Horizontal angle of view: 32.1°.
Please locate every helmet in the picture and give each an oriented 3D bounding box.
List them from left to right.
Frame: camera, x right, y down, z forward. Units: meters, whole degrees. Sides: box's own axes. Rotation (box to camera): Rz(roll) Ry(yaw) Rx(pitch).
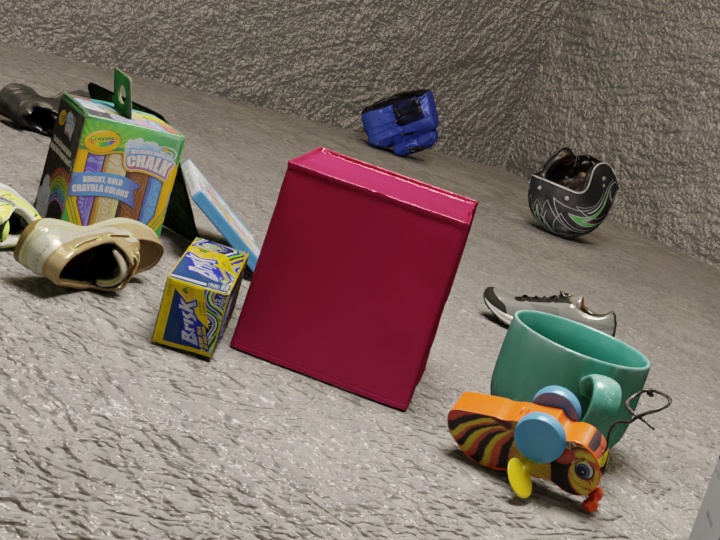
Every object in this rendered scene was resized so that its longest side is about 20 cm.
[{"bbox_3d":[0.482,-0.171,2.888,0.200,0.191,0.200,42,-13,12],"label":"helmet"}]

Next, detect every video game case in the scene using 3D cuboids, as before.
[{"bbox_3d":[-0.175,-0.067,1.613,0.143,0.018,0.200,51,1,-20],"label":"video game case"}]

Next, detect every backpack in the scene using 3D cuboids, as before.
[{"bbox_3d":[0.107,-0.397,3.406,0.198,0.170,0.162,-12,2,11],"label":"backpack"}]

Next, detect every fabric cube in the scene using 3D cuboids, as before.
[{"bbox_3d":[0.000,0.000,1.323,0.194,0.201,0.200,18,12,6],"label":"fabric cube"}]

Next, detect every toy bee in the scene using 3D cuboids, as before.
[{"bbox_3d":[0.177,0.168,1.132,0.130,0.110,0.199,-27,24,-36],"label":"toy bee"}]

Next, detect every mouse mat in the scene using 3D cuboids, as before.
[{"bbox_3d":[-0.279,-0.138,1.612,0.160,0.201,0.008,26,50,34],"label":"mouse mat"}]

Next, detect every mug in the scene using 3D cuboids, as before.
[{"bbox_3d":[0.205,0.124,1.286,0.151,0.115,0.185,24,13,22],"label":"mug"}]

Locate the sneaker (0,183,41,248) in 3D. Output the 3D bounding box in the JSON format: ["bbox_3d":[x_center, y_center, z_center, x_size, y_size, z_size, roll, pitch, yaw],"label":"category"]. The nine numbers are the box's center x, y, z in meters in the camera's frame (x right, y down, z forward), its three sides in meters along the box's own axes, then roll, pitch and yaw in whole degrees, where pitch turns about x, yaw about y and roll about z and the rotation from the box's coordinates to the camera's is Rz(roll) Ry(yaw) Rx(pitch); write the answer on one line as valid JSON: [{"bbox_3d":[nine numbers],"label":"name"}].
[{"bbox_3d":[-0.401,-0.060,1.277,0.076,0.076,0.199,24,14,26],"label":"sneaker"}]

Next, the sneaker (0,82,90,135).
[{"bbox_3d":[-0.493,-0.250,2.045,0.199,0.076,0.091,-3,34,-45],"label":"sneaker"}]

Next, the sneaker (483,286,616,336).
[{"bbox_3d":[0.269,0.059,1.773,0.199,0.080,0.074,21,14,16],"label":"sneaker"}]

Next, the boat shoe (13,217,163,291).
[{"bbox_3d":[-0.267,-0.009,1.292,0.066,0.074,0.199,38,21,24],"label":"boat shoe"}]

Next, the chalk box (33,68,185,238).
[{"bbox_3d":[-0.288,-0.129,1.453,0.123,0.202,0.125,11,14,-30],"label":"chalk box"}]

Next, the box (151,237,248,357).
[{"bbox_3d":[-0.160,0.024,1.279,0.064,0.071,0.200,15,12,-3],"label":"box"}]

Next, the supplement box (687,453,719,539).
[{"bbox_3d":[0.389,0.245,1.054,0.198,0.104,0.101,19,11,5],"label":"supplement box"}]
